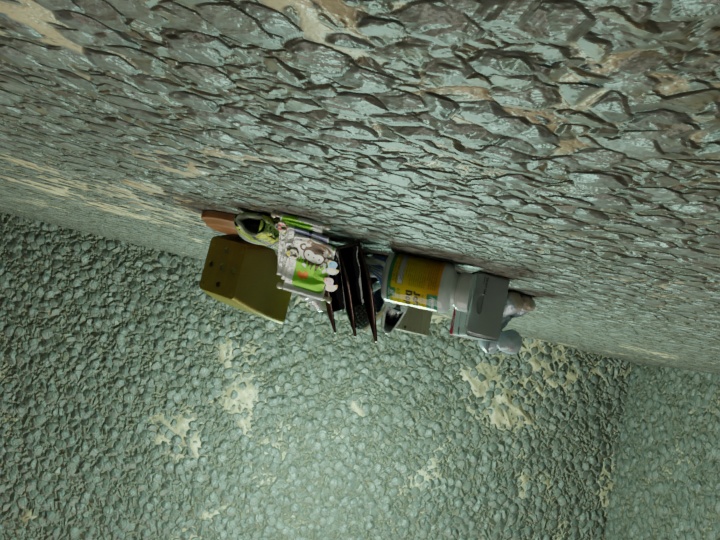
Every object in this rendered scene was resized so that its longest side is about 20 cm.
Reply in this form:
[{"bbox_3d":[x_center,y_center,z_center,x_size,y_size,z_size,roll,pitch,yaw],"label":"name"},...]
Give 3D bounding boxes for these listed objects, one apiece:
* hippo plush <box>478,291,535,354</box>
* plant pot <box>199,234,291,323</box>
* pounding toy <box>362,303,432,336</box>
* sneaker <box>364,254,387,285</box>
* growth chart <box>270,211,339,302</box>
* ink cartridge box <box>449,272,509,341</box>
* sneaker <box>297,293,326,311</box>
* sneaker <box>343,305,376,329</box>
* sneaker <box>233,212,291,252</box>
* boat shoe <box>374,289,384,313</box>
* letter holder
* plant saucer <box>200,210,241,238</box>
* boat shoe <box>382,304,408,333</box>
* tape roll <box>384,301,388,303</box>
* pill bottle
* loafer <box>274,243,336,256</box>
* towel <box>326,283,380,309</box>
[{"bbox_3d":[0.365,0.142,1.720,0.195,0.165,0.159,6,172,18],"label":"hippo plush"},{"bbox_3d":[-0.297,0.007,1.655,0.196,0.205,0.175,14,179,33],"label":"plant pot"},{"bbox_3d":[0.119,0.117,1.978,0.139,0.189,0.199,14,174,-20],"label":"pounding toy"},{"bbox_3d":[0.000,0.000,1.609,0.196,0.087,0.076,10,174,35],"label":"sneaker"},{"bbox_3d":[-0.113,-0.025,1.316,0.141,0.204,0.018,8,-145,7],"label":"growth chart"},{"bbox_3d":[0.283,0.091,1.541,0.081,0.149,0.200,13,175,-2],"label":"ink cartridge box"},{"bbox_3d":[-0.108,0.026,1.615,0.076,0.203,0.100,-15,128,21],"label":"sneaker"},{"bbox_3d":[-0.024,0.059,1.589,0.203,0.077,0.085,62,173,-29],"label":"sneaker"},{"bbox_3d":[-0.176,-0.074,1.339,0.195,0.078,0.076,10,175,11],"label":"sneaker"},{"bbox_3d":[0.049,0.068,1.858,0.083,0.070,0.200,-20,-167,27],"label":"boat shoe"},{"bbox_3d":[-0.025,0.065,1.426,0.098,0.144,0.203,-13,137,-7],"label":"letter holder"},{"bbox_3d":[-0.288,-0.101,1.544,0.195,0.033,0.200,12,174,1],"label":"plant saucer"},{"bbox_3d":[0.107,0.091,1.761,0.072,0.203,0.066,15,-144,1],"label":"boat shoe"},{"bbox_3d":[0.152,0.047,1.602,0.197,0.038,0.203,-12,180,0],"label":"tape roll"},{"bbox_3d":[0.152,0.032,1.437,0.195,0.116,0.113,11,175,16],"label":"pill bottle"},{"bbox_3d":[-0.102,-0.046,1.448,0.197,0.071,0.070,12,141,-39],"label":"loafer"},{"bbox_3d":[-0.027,0.049,1.803,0.196,0.049,0.171,-25,-166,-12],"label":"towel"}]
